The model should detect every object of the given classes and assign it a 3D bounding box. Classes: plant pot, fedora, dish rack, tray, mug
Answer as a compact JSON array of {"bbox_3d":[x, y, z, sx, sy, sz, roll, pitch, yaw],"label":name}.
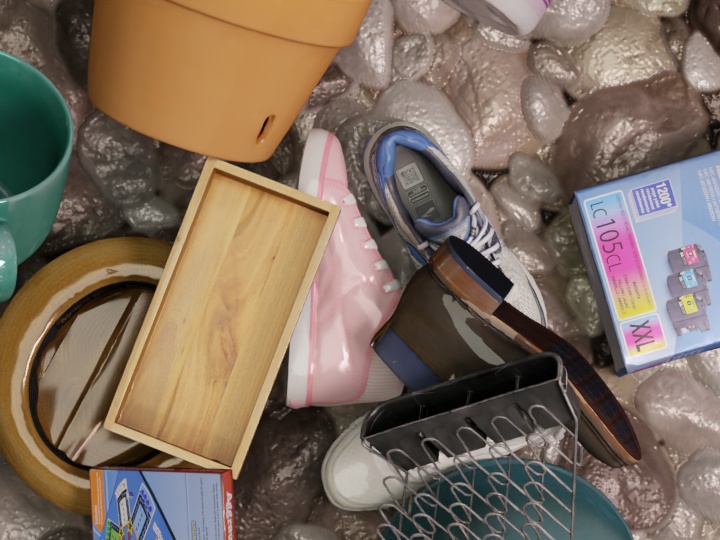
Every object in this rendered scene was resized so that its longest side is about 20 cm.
[{"bbox_3d":[-0.106,-0.164,1.715,0.200,0.200,0.140,21,102,2],"label":"plant pot"},{"bbox_3d":[-0.169,0.077,1.744,0.200,0.082,0.201,0,84,-1],"label":"fedora"},{"bbox_3d":[0.071,0.158,1.582,0.153,0.055,0.200,-20,41,27],"label":"dish rack"},{"bbox_3d":[-0.095,0.033,1.690,0.098,0.037,0.200,21,85,1],"label":"tray"},{"bbox_3d":[-0.288,-0.056,1.712,0.152,0.115,0.185,21,47,-1],"label":"mug"},{"bbox_3d":[0.112,0.249,1.651,0.200,0.188,0.201,-2,104,-6],"label":"plant pot"}]

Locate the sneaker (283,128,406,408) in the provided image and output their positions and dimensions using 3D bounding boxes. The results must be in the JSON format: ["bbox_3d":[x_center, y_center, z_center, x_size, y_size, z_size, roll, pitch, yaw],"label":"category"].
[{"bbox_3d":[0.000,0.000,1.754,0.104,0.075,0.201,2,89,-2],"label":"sneaker"}]

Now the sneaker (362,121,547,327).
[{"bbox_3d":[0.065,-0.018,1.748,0.077,0.085,0.200,-35,87,-2],"label":"sneaker"}]

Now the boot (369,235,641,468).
[{"bbox_3d":[0.099,0.079,1.687,0.097,0.075,0.200,-44,82,17],"label":"boot"}]

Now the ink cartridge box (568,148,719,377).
[{"bbox_3d":[0.262,-0.017,1.753,0.200,0.076,0.137,-16,86,-2],"label":"ink cartridge box"}]

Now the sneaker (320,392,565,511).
[{"bbox_3d":[0.064,0.115,1.742,0.200,0.081,0.075,-23,88,0],"label":"sneaker"}]

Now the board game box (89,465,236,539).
[{"bbox_3d":[-0.132,0.234,1.676,0.103,0.019,0.200,0,96,21],"label":"board game box"}]

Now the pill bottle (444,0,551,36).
[{"bbox_3d":[0.124,-0.278,1.752,0.112,0.112,0.200,31,87,2],"label":"pill bottle"}]
